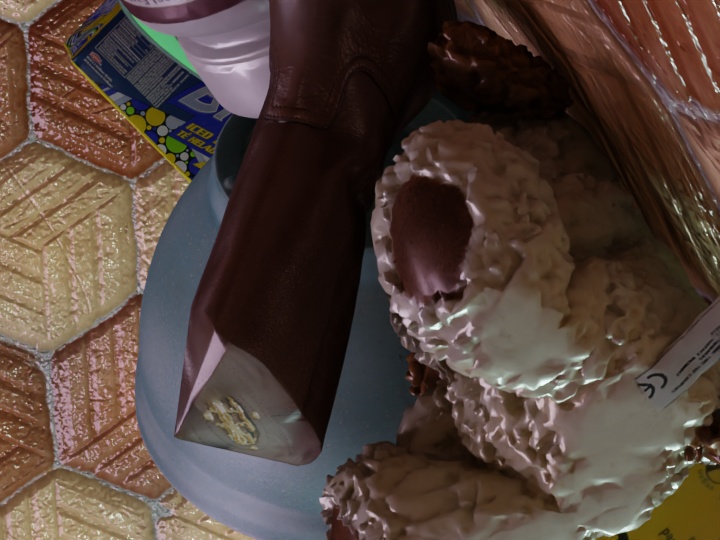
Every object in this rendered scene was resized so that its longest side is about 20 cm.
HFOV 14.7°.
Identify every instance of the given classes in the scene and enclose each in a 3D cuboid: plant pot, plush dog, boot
[{"bbox_3d":[0.000,0.000,1.171,0.201,0.199,0.135,53,154,42],"label":"plant pot"},{"bbox_3d":[0.064,0.010,0.997,0.172,0.159,0.201,-107,21,-50],"label":"plush dog"},{"bbox_3d":[-0.027,-0.046,0.961,0.064,0.201,0.187,9,154,26],"label":"boot"}]

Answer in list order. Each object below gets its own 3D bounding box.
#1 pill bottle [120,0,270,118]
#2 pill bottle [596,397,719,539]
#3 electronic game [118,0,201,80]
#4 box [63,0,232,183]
[{"bbox_3d":[-0.063,-0.163,1.072,0.200,0.114,0.114,56,177,-33],"label":"pill bottle"},{"bbox_3d":[0.072,0.110,1.090,0.112,0.199,0.111,54,178,3],"label":"pill bottle"},{"bbox_3d":[-0.022,-0.088,1.285,0.199,0.042,0.200,27,171,5],"label":"electronic game"},{"bbox_3d":[-0.060,-0.063,1.430,0.200,0.064,0.070,46,-179,-15],"label":"box"}]
